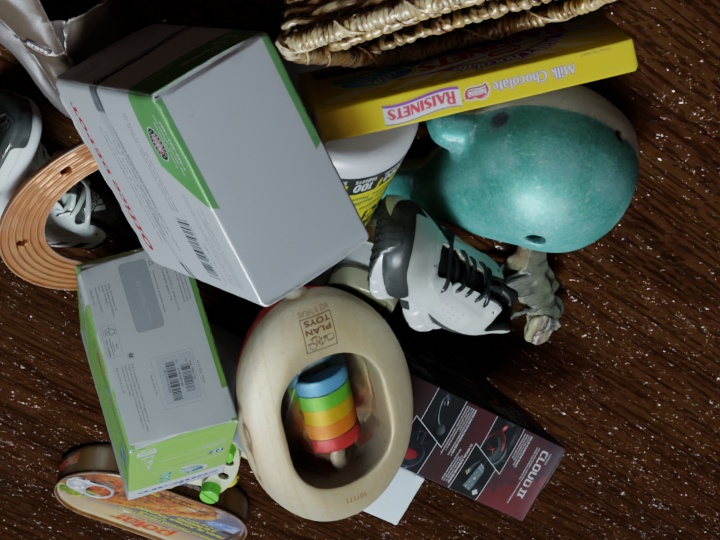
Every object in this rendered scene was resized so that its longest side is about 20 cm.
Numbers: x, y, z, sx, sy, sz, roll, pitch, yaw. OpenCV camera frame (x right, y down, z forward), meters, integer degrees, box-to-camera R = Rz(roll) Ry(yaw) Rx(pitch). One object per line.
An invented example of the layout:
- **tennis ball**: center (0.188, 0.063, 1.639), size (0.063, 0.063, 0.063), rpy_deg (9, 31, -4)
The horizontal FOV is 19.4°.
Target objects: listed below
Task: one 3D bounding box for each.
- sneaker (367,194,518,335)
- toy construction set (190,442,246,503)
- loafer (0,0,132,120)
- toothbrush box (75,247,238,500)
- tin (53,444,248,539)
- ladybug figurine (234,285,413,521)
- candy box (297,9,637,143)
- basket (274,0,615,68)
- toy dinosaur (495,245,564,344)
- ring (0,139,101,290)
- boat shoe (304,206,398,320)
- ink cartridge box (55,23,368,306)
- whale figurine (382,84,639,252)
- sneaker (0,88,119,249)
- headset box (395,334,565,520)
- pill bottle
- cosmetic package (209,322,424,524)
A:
- **sneaker**: center (0.060, -0.001, 1.474), size (0.080, 0.074, 0.200), rpy_deg (10, 171, 19)
- **toy construction set**: center (-0.072, 0.176, 1.892), size (0.200, 0.092, 0.131), rpy_deg (19, 136, -28)
- **loafer**: center (-0.187, -0.158, 1.371), size (0.071, 0.073, 0.200), rpy_deg (-15, 144, 33)
- **toothbrush box**: center (-0.156, 0.078, 1.591), size (0.086, 0.146, 0.200), rpy_deg (-15, 166, -12)
- **tin**: center (-0.201, 0.221, 2.045), size (0.200, 0.042, 0.112), rpy_deg (24, 141, -27)
- **ladybug figurine**: center (-0.033, 0.090, 1.547), size (0.135, 0.072, 0.201), rpy_deg (-19, 122, -18)
- **candy box**: center (0.064, -0.124, 1.313), size (0.199, 0.102, 0.026), rpy_deg (-14, 112, -4)
- **basket**: center (0.068, -0.171, 1.233), size (0.199, 0.149, 0.143), rpy_deg (-14, 144, 28)
- **toy dinosaur**: center (0.112, 0.004, 1.606), size (0.088, 0.048, 0.200), rpy_deg (1, 159, 6)
- **ring**: center (-0.169, -0.051, 1.527), size (0.200, 0.019, 0.201), rpy_deg (-20, 151, -11)
- **boat shoe**: center (0.000, 0.000, 1.602), size (0.075, 0.069, 0.200), rpy_deg (23, 168, -11)
- **ink cartridge box**: center (-0.096, -0.071, 1.298), size (0.146, 0.084, 0.200), rpy_deg (63, 163, -19)
- **whale figurine**: center (0.097, -0.057, 1.463), size (0.200, 0.104, 0.159), rpy_deg (-16, 144, 37)
- **sneaker**: center (-0.227, -0.072, 1.542), size (0.115, 0.076, 0.201), rpy_deg (6, 158, -17)
- **headset box**: center (0.061, 0.118, 1.715), size (0.200, 0.075, 0.149), rpy_deg (27, -173, -32)
- **pill bottle**: center (-0.038, -0.069, 1.455), size (0.112, 0.113, 0.200), rpy_deg (12, 149, -10)
- **cosmetic package**: center (-0.055, 0.121, 1.721), size (0.151, 0.052, 0.200), rpy_deg (25, -171, -30)
